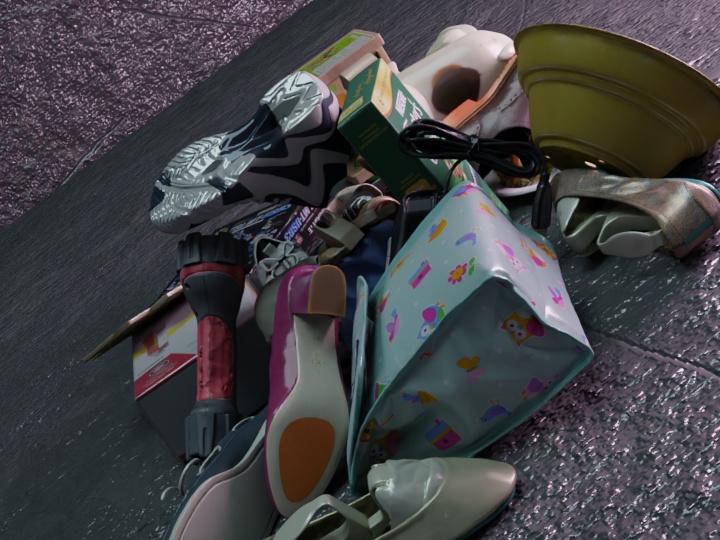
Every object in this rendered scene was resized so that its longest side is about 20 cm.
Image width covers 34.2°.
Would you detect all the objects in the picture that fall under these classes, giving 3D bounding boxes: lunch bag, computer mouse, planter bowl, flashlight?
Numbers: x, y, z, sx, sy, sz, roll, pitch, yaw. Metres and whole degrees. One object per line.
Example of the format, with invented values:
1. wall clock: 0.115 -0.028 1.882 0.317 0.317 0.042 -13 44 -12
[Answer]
1. lunch bag: 0.056 0.058 0.866 0.200 0.122 0.171 -46 19 21
2. computer mouse: 0.088 -0.022 0.996 0.139 0.203 0.046 6 4 -6
3. planter bowl: 0.206 -0.121 0.982 0.200 0.199 0.084 12 77 64
4. flashlight: -0.132 0.069 1.044 0.068 0.067 0.202 -26 60 52

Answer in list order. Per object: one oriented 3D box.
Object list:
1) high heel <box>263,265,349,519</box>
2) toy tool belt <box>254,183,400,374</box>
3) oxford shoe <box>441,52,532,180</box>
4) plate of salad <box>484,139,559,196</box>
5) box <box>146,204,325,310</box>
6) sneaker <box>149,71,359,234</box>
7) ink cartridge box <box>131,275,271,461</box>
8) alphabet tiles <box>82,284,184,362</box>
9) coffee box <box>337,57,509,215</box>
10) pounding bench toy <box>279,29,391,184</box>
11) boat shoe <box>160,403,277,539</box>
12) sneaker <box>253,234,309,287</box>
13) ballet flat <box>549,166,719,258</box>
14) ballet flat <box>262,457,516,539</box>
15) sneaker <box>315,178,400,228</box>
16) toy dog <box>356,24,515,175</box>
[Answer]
1. high heel: -0.052 0.095 0.942 0.067 0.203 0.096 5 -8 -19
2. toy tool belt: 0.000 0.000 1.059 0.201 0.125 0.123 -53 13 -26
3. oxford shoe: 0.162 -0.160 1.158 0.200 0.071 0.073 -43 56 -4
4. plate of salad: 0.205 -0.144 1.179 0.199 0.048 0.200 -31 20 12
5. box: -0.154 -0.005 1.445 0.199 0.050 0.199 -19 25 39
6. sneaker: -0.085 -0.080 1.068 0.199 0.130 0.080 -41 50 6
7. ink cartridge box: -0.153 0.085 1.189 0.145 0.084 0.200 -35 19 -1
8. alphabet tiles: -0.209 0.035 1.271 0.166 0.006 0.200 -36 1 41
9. coffee box: 0.061 -0.089 1.058 0.044 0.200 0.123 -35 18 22
10. pounding bench toy: 0.008 -0.192 1.445 0.124 0.157 0.200 -36 20 -4
11. boat shoe: -0.105 0.174 0.924 0.061 0.075 0.200 -18 25 35
12. sneaker: -0.077 0.011 1.234 0.075 0.082 0.200 -39 20 -11
13. ballet flat: 0.200 -0.043 0.936 0.067 0.068 0.200 -48 21 -15
14. ballet flat: 0.007 0.166 0.775 0.199 0.070 0.070 -31 20 11
15. sneaker: 0.037 -0.071 1.252 0.115 0.076 0.199 -41 20 -23
16. toy dog: 0.074 -0.163 1.228 0.199 0.141 0.193 -30 13 -24
